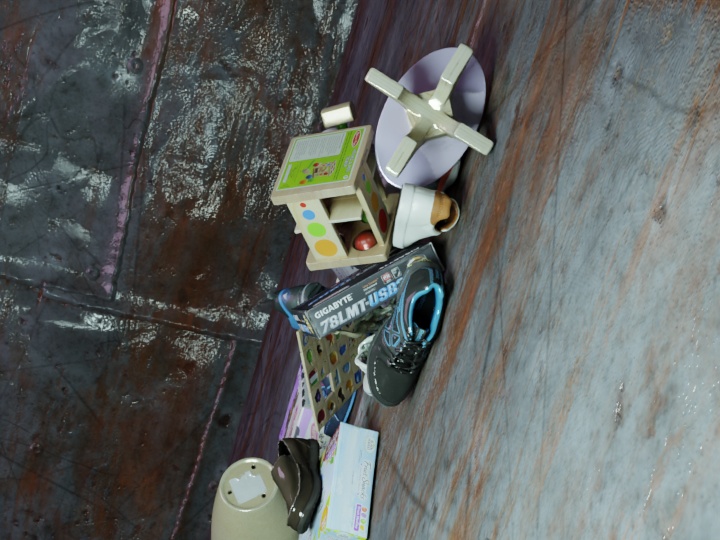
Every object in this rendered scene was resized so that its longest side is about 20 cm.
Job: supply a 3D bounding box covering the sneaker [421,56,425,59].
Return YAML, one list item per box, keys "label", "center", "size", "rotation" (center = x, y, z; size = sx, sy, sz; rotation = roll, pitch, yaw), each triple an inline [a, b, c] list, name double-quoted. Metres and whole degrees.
- label: "sneaker"
  center: [0.104, -0.250, 1.718]
  size: [0.083, 0.070, 0.201]
  rotation: [108, 176, -48]

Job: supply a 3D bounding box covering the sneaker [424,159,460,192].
- label: "sneaker"
  center: [0.084, -0.134, 1.583]
  size: [0.201, 0.081, 0.078]
  rotation: [116, 166, -58]

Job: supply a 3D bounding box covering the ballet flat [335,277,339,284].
- label: "ballet flat"
  center: [-0.013, 0.016, 1.998]
  size: [0.200, 0.062, 0.070]
  rotation: [138, 146, -74]

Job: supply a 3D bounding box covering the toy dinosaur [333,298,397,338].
- label: "toy dinosaur"
  center: [0.021, 0.067, 1.560]
  size: [0.200, 0.087, 0.048]
  rotation: [-32, -79, -80]

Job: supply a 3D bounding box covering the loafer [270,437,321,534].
- label: "loafer"
  center: [-0.101, 0.314, 1.624]
  size: [0.200, 0.070, 0.074]
  rotation: [-98, 25, -68]

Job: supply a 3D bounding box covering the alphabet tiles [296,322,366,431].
- label: "alphabet tiles"
  center: [-0.037, 0.130, 1.734]
  size: [0.200, 0.007, 0.169]
  rotation: [-42, -53, -55]

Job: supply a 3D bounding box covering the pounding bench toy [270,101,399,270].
- label: "pounding bench toy"
  center: [-0.019, -0.120, 1.554]
  size: [0.202, 0.123, 0.157]
  rotation: [-75, -31, -42]

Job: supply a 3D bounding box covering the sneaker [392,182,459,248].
- label: "sneaker"
  center: [0.089, -0.066, 1.495]
  size: [0.200, 0.083, 0.074]
  rotation: [88, -168, -84]

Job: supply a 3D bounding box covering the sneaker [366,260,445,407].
- label: "sneaker"
  center: [0.059, 0.089, 1.430]
  size: [0.082, 0.072, 0.203]
  rotation: [-114, 38, -73]

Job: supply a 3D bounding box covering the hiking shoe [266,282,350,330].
- label: "hiking shoe"
  center: [-0.068, 0.075, 1.775]
  size: [0.200, 0.086, 0.075]
  rotation: [52, -133, -50]

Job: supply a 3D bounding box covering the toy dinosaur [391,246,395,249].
- label: "toy dinosaur"
  center: [0.044, -0.058, 1.795]
  size: [0.103, 0.076, 0.202]
  rotation: [105, 161, -46]

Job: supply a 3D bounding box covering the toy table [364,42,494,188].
- label: "toy table"
  center: [0.091, -0.200, 1.434]
  size: [0.117, 0.182, 0.203]
  rotation: [-28, -42, -83]

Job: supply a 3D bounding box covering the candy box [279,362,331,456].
- label: "candy box"
  center: [-0.099, 0.292, 2.055]
  size: [0.200, 0.071, 0.170]
  rotation: [-102, 28, -71]

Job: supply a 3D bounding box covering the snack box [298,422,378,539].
- label: "snack box"
  center: [-0.037, 0.348, 1.619]
  size: [0.201, 0.067, 0.170]
  rotation: [115, 167, -52]

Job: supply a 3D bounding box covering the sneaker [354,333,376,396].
- label: "sneaker"
  center: [0.027, 0.125, 1.568]
  size: [0.200, 0.070, 0.074]
  rotation: [122, 161, -61]

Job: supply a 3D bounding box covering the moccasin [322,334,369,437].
- label: "moccasin"
  center: [-0.040, 0.182, 1.882]
  size: [0.080, 0.067, 0.203]
  rotation: [179, 105, -80]

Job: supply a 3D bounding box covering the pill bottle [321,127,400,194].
- label: "pill bottle"
  center: [0.004, -0.141, 1.728]
  size: [0.200, 0.113, 0.115]
  rotation: [41, 121, 42]

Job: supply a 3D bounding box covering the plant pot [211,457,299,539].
- label: "plant pot"
  center: [-0.159, 0.389, 1.729]
  size: [0.201, 0.184, 0.189]
  rotation: [83, -170, -48]

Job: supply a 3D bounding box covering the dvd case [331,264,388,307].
- label: "dvd case"
  center: [0.000, 0.000, 1.754]
  size: [0.025, 0.151, 0.200]
  rotation: [-33, -4, -16]

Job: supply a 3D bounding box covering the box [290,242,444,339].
- label: "box"
  center: [0.004, 0.027, 1.548]
  size: [0.050, 0.198, 0.198]
  rotation: [61, 172, -3]
